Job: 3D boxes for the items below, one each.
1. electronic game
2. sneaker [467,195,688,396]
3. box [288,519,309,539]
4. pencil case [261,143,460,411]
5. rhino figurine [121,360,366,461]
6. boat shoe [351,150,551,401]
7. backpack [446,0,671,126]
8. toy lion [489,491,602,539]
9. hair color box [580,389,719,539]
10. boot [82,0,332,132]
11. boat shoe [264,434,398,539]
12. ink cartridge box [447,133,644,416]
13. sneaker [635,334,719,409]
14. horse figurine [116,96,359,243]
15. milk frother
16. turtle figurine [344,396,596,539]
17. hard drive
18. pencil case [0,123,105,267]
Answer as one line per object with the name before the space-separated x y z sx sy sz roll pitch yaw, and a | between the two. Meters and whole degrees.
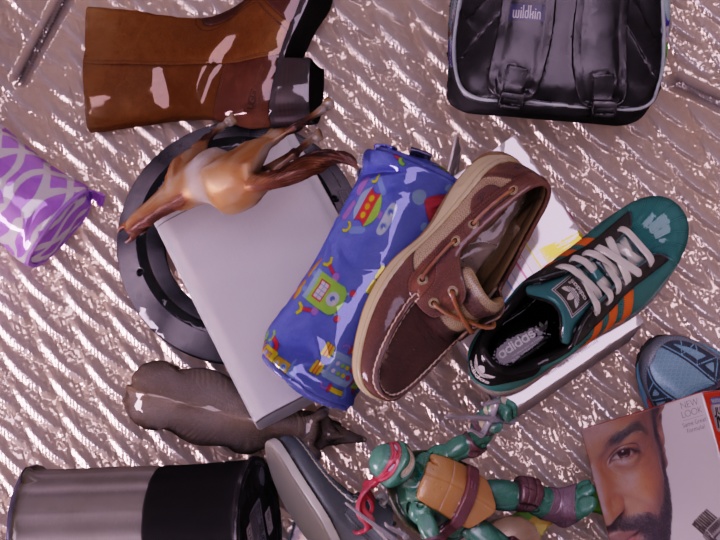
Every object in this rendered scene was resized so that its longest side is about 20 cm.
electronic game | -0.096 -0.023 1.711 0.198 0.042 0.202 -1 75 3
sneaker | 0.161 0.018 1.546 0.200 0.080 0.071 -41 83 -3
box | -0.033 0.293 1.666 0.082 0.049 0.202 12 84 4
pencil case | 0.000 0.000 1.565 0.087 0.078 0.201 29 93 22
rhino figurine | -0.093 0.114 1.672 0.198 0.087 0.060 13 84 4
boat shoe | 0.068 0.011 1.515 0.072 0.072 0.201 37 87 -37
backpack | 0.156 -0.218 1.670 0.176 0.151 0.202 4 90 0
toy lion | 0.208 0.260 1.659 0.191 0.069 0.201 -21 82 -7
hair color box | 0.247 0.200 1.593 0.110 0.064 0.201 -21 77 33
boot | -0.125 -0.203 1.739 0.198 0.068 0.190 1 84 15
boat shoe | 0.002 0.200 1.622 0.062 0.073 0.201 -35 88 -18
ink cartridge box | 0.110 -0.002 1.658 0.125 0.129 0.201 -34 82 -1
sneaker | 0.294 0.124 1.650 0.079 0.096 0.200 -41 84 -7
horse figurine | -0.092 -0.077 1.604 0.132 0.199 0.050 -41 115 -31
milk frother | -0.170 0.237 1.593 0.187 0.200 0.182 -4 93 14
turtle figurine | 0.077 0.164 1.573 0.199 0.101 0.151 27 79 -23
hard drive | -0.065 0.006 1.654 0.131 0.027 0.201 -27 69 -4
pencil case | -0.307 -0.091 1.713 0.200 0.084 0.086 42 63 5
